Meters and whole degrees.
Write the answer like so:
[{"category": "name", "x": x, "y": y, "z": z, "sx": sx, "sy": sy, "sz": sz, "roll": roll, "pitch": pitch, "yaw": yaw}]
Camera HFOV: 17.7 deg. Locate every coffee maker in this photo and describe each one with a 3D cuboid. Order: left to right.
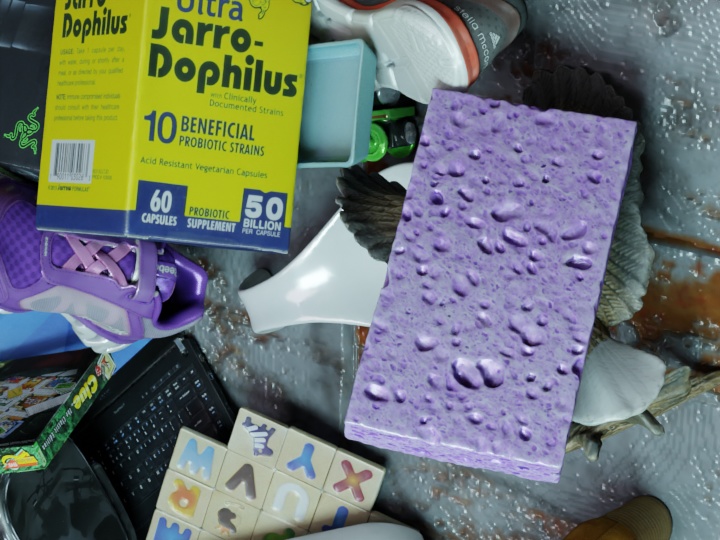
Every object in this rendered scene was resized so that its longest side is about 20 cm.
[{"category": "coffee maker", "x": -0.252, "y": 0.193, "z": 1.528, "sx": 0.199, "sy": 0.135, "sz": 0.192, "roll": -7, "pitch": 145, "yaw": 31}]

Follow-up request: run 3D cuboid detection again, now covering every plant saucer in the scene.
[{"category": "plant saucer", "x": -0.055, "y": -0.091, "z": 1.329, "sx": 0.200, "sy": 0.019, "sz": 0.070, "roll": 1, "pitch": 86, "yaw": 53}]

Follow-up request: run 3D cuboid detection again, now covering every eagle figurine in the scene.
[{"category": "eagle figurine", "x": 0.091, "y": 0.004, "z": 1.248, "sx": 0.151, "sy": 0.152, "sz": 0.201, "roll": -20, "pitch": 95, "yaw": 36}]

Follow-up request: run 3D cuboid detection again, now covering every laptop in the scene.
[{"category": "laptop", "x": -0.179, "y": 0.117, "z": 1.513, "sx": 0.177, "sy": 0.103, "sz": 0.201, "roll": -40, "pitch": 73, "yaw": 39}]

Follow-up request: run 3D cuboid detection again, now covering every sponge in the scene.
[{"category": "sponge", "x": 0.069, "y": 0.004, "z": 1.181, "sx": 0.111, "sy": 0.201, "sz": 0.030, "roll": 12, "pitch": 155, "yaw": 7}]

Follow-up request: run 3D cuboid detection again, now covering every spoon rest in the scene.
[{"category": "spoon rest", "x": 0.000, "y": 0.000, "z": 1.372, "sx": 0.200, "sy": 0.061, "sz": 0.100, "roll": -21, "pitch": 94, "yaw": 40}]

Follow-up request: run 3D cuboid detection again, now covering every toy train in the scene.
[{"category": "toy train", "x": -0.050, "y": -0.087, "z": 1.391, "sx": 0.199, "sy": 0.042, "sz": 0.057, "roll": -5, "pitch": 93, "yaw": 37}]

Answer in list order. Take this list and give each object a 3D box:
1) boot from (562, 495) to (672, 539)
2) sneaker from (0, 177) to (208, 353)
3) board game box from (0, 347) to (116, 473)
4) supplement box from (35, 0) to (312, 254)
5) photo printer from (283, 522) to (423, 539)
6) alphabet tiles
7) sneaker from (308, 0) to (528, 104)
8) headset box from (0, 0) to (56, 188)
[{"category": "boot", "x": 0.101, "y": 0.223, "z": 1.327, "sx": 0.071, "sy": 0.144, "sz": 0.202, "roll": 36, "pitch": 124, "yaw": 21}, {"category": "sneaker", "x": -0.158, "y": -0.004, "z": 1.365, "sx": 0.088, "sy": 0.200, "sz": 0.081, "roll": 0, "pitch": 76, "yaw": 29}, {"category": "board game box", "x": -0.258, "y": 0.096, "z": 1.465, "sx": 0.199, "sy": 0.105, "sz": 0.024, "roll": -9, "pitch": 123, "yaw": 31}, {"category": "supplement box", "x": -0.102, "y": -0.115, "z": 1.288, "sx": 0.109, "sy": 0.108, "sz": 0.201, "roll": 5, "pitch": 90, "yaw": 55}, {"category": "photo printer", "x": -0.043, "y": 0.240, "z": 1.409, "sx": 0.199, "sy": 0.167, "sz": 0.070, "roll": -14, "pitch": 132, "yaw": 25}, {"category": "alphabet tiles", "x": -0.057, "y": 0.185, "z": 1.484, "sx": 0.166, "sy": 0.006, "sz": 0.201, "roll": 23, "pitch": 121, "yaw": 7}, {"category": "sneaker", "x": 0.022, "y": -0.144, "z": 1.305, "sx": 0.200, "sy": 0.082, "sz": 0.077, "roll": 26, "pitch": 142, "yaw": 50}, {"category": "headset box", "x": -0.204, "y": -0.140, "z": 1.400, "sx": 0.199, "sy": 0.093, "sz": 0.175, "roll": 14, "pitch": 83, "yaw": 31}]
